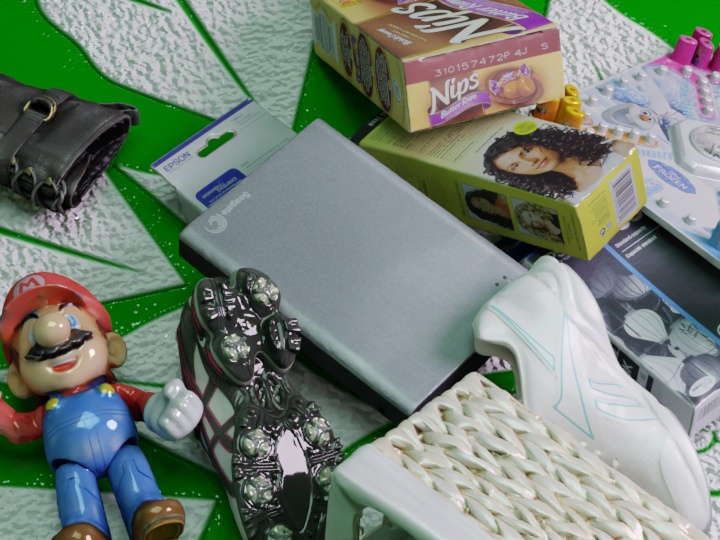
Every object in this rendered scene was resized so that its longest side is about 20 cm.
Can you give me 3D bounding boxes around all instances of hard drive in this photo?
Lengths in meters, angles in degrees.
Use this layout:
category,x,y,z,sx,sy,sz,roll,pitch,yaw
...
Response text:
category,x,y,z,sx,sy,sz,roll,pitch,yaw
hard drive,0.000,0.000,1.455,0.200,0.033,0.140,37,59,20

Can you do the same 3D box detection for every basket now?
category,x,y,z,sx,sy,sz,roll,pitch,yaw
basket,0.091,0.171,1.300,0.200,0.136,0.123,34,55,23

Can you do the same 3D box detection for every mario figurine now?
category,x,y,z,sx,sy,sz,roll,pitch,yaw
mario figurine,-0.178,0.082,1.378,0.123,0.106,0.201,4,50,-39

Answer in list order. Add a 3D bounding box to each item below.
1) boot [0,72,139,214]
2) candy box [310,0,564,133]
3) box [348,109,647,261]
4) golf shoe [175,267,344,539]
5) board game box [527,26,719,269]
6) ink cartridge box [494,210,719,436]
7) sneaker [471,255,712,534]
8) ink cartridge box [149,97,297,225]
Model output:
category,x,y,z,sx,sy,sz,roll,pitch,yaw
boot,-0.269,-0.083,1.539,0.174,0.069,0.200,26,52,19
candy box,0.050,-0.160,1.568,0.116,0.057,0.200,-13,23,-15
box,0.090,-0.068,1.511,0.199,0.050,0.075,17,48,38
golf shoe,-0.066,0.101,1.397,0.077,0.088,0.201,-4,71,-30
board game box,0.249,-0.087,1.554,0.200,0.026,0.200,39,43,27
ink cartridge box,0.181,0.015,1.485,0.099,0.039,0.200,-34,59,-26
sneaker,0.142,0.092,1.393,0.080,0.070,0.201,-32,78,-17
ink cartridge box,-0.042,-0.030,1.524,0.099,0.039,0.200,-36,62,-27
